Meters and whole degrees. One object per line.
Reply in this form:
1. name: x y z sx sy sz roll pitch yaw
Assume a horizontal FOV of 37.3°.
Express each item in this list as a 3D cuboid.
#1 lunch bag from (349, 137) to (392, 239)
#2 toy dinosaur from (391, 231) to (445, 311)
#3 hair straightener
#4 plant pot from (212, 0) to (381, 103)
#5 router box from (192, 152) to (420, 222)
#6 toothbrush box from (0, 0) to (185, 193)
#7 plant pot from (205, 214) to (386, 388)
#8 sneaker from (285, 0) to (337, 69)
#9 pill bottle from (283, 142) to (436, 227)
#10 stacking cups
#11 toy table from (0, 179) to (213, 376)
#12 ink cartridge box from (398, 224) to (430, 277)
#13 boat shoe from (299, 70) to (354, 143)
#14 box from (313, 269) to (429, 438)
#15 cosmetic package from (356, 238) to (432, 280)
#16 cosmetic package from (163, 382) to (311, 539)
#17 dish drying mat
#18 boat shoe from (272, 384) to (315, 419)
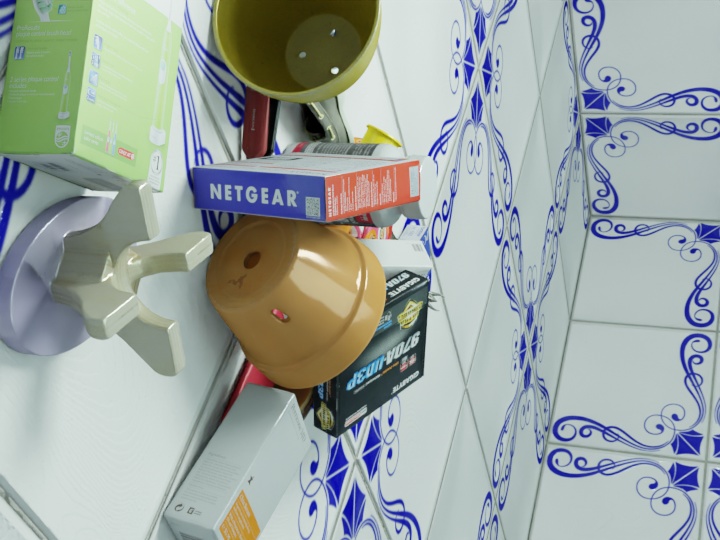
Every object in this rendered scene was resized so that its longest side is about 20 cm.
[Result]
1. lunch bag: 0.006 -0.089 1.629 0.176 0.081 0.203 36 62 -70
2. toy dinosaur: 0.050 -0.013 1.747 0.102 0.077 0.202 24 34 -49
3. hair straightener: -0.117 -0.131 1.336 0.077 0.040 0.204 -17 109 -68
4. plant pot: -0.060 -0.282 1.267 0.142 0.197 0.203 39 57 -75
5. router box: -0.061 -0.099 1.216 0.178 0.198 0.050 -16 109 -51
6. toothbrush box: -0.234 -0.183 0.949 0.145 0.085 0.203 21 74 -68
7. plant pot: -0.087 0.019 1.256 0.140 0.198 0.203 42 53 -45
8. sneaker: -0.057 -0.331 1.397 0.200 0.088 0.080 44 52 -61
9. pill bottle: -0.002 -0.114 1.422 0.110 0.197 0.113 4 90 -68
10. stacking cups: -0.016 -0.107 1.519 0.202 0.060 0.060 -60 158 2
11. toy table: -0.224 0.004 0.965 0.201 0.115 0.186 -61 148 -47
12. ink cartridge box: 0.076 0.009 1.873 0.201 0.044 0.095 -58 147 -52
13. boat shoe: -0.053 -0.211 1.468 0.060 0.072 0.202 -37 157 -10
14. box: 0.015 0.108 1.432 0.199 0.046 0.161 -28 129 -45
15. cosmetic package: 0.000 0.000 1.479 0.198 0.083 0.051 0 55 -39
16. cosmetic package: -0.140 0.244 1.260 0.201 0.070 0.102 -59 148 -37
17. dish drying mat: -0.134 0.141 1.370 0.077 0.018 0.202 72 29 -43
18. boat shoe: -0.075 0.144 1.452 0.071 0.069 0.202 68 32 -42
